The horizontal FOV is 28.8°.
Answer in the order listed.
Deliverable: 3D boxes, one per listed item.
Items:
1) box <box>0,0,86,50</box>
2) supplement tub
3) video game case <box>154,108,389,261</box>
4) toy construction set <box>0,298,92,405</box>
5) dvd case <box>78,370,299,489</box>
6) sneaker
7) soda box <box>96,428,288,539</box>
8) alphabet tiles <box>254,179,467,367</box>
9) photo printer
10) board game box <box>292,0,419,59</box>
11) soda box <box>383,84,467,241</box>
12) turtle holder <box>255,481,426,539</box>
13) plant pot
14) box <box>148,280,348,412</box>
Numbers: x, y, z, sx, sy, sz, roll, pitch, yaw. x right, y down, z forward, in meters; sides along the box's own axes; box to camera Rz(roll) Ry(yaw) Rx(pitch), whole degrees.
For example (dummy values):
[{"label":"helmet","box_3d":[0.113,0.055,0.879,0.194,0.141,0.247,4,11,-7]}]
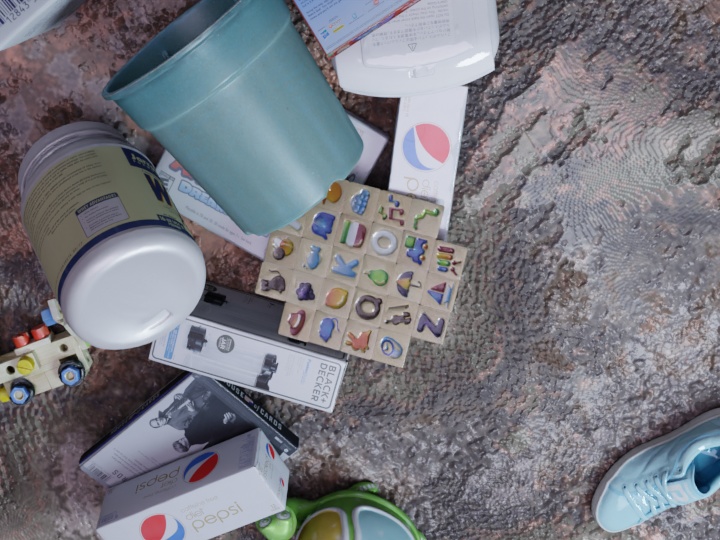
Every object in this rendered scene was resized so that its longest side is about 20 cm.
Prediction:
[{"label":"box","box_3d":[-0.275,-0.314,1.310,0.183,0.200,0.105,-36,100,14]},{"label":"supplement tub","box_3d":[-0.250,-0.038,1.380,0.144,0.201,0.146,-20,140,-17]},{"label":"video game case","box_3d":[-0.098,-0.110,1.453,0.199,0.024,0.183,29,107,-4]},{"label":"toy construction set","box_3d":[-0.361,0.073,1.503,0.198,0.092,0.132,-16,106,21]},{"label":"dvd case","box_3d":[-0.187,0.198,1.526,0.200,0.025,0.150,-38,114,24]},{"label":"sneaker","box_3d":[0.330,0.220,1.492,0.200,0.082,0.074,-40,100,15]},{"label":"soda box","box_3d":[-0.179,0.245,1.495,0.199,0.064,0.068,-23,120,17]},{"label":"alphabet tiles","box_3d":[0.000,0.000,1.404,0.198,0.006,0.168,15,94,7]},{"label":"photo printer","box_3d":[0.046,-0.268,1.338,0.165,0.069,0.202,-7,86,7]},{"label":"board game box","box_3d":[0.027,-0.293,1.296,0.199,0.019,0.103,-32,84,5]},{"label":"soda box","box_3d":[0.063,-0.099,1.423,0.067,0.064,0.202,8,107,2]},{"label":"turtle holder","box_3d":[-0.012,0.306,1.520,0.140,0.132,0.187,-25,104,12]},{"label":"plant pot","box_3d":[-0.110,-0.153,1.339,0.199,0.201,0.197,-32,110,13]},{"label":"box","box_3d":[-0.109,0.074,1.464,0.198,0.117,0.061,16,108,-1]}]
